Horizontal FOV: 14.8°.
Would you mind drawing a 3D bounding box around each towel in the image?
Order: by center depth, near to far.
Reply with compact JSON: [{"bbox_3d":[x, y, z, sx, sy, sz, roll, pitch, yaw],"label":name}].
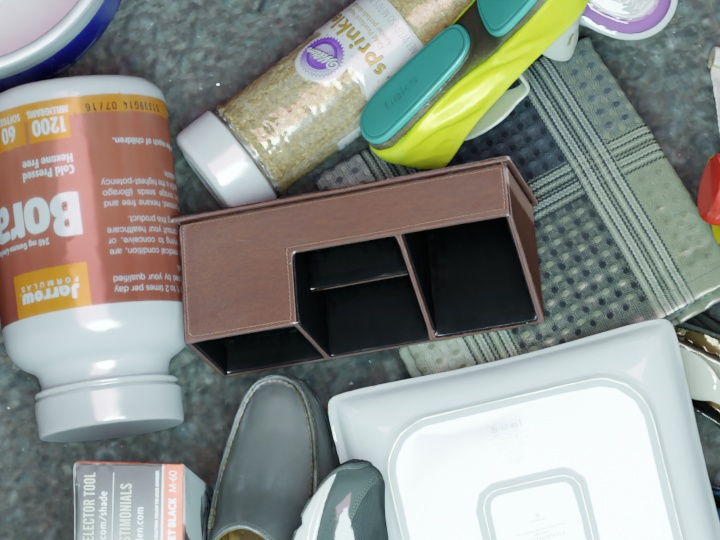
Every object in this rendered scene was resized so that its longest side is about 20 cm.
[{"bbox_3d":[0.096,-0.018,1.621,0.193,0.035,0.200,-28,62,0],"label":"towel"}]

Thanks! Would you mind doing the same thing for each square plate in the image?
[{"bbox_3d":[0.098,0.143,1.530,0.200,0.028,0.198,-14,86,5],"label":"square plate"}]

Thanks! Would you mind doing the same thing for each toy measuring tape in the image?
[{"bbox_3d":[0.228,-0.071,1.588,0.074,0.074,0.200,0,49,1],"label":"toy measuring tape"}]

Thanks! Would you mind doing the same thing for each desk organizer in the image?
[{"bbox_3d":[0.000,0.000,1.579,0.200,0.072,0.077,-10,67,14],"label":"desk organizer"}]

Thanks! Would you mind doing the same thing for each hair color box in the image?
[{"bbox_3d":[-0.117,0.168,1.538,0.064,0.200,0.111,0,82,3],"label":"hair color box"}]

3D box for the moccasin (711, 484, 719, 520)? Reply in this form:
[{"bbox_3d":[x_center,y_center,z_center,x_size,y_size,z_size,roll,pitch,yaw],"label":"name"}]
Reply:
[{"bbox_3d":[0.147,0.123,1.592,0.200,0.080,0.068,15,115,-15],"label":"moccasin"}]

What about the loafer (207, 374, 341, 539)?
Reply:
[{"bbox_3d":[-0.051,0.149,1.530,0.073,0.072,0.200,-3,71,13],"label":"loafer"}]

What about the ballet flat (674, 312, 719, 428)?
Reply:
[{"bbox_3d":[0.229,0.078,1.609,0.200,0.068,0.068,25,108,7],"label":"ballet flat"}]

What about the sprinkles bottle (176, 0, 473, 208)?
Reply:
[{"bbox_3d":[-0.012,-0.112,1.646,0.200,0.068,0.068,-38,82,-5],"label":"sprinkles bottle"}]

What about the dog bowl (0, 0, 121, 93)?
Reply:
[{"bbox_3d":[-0.237,-0.204,1.660,0.200,0.079,0.200,0,81,2],"label":"dog bowl"}]

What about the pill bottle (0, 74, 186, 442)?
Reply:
[{"bbox_3d":[-0.156,-0.005,1.610,0.112,0.112,0.200,-8,81,0],"label":"pill bottle"}]

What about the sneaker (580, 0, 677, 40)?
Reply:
[{"bbox_3d":[0.095,-0.198,1.639,0.200,0.100,0.075,37,94,2],"label":"sneaker"}]

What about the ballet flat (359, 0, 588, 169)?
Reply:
[{"bbox_3d":[0.083,-0.129,1.583,0.067,0.067,0.200,28,120,-32],"label":"ballet flat"}]

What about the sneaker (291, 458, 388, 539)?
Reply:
[{"bbox_3d":[0.013,0.201,1.501,0.085,0.074,0.200,4,100,26],"label":"sneaker"}]
